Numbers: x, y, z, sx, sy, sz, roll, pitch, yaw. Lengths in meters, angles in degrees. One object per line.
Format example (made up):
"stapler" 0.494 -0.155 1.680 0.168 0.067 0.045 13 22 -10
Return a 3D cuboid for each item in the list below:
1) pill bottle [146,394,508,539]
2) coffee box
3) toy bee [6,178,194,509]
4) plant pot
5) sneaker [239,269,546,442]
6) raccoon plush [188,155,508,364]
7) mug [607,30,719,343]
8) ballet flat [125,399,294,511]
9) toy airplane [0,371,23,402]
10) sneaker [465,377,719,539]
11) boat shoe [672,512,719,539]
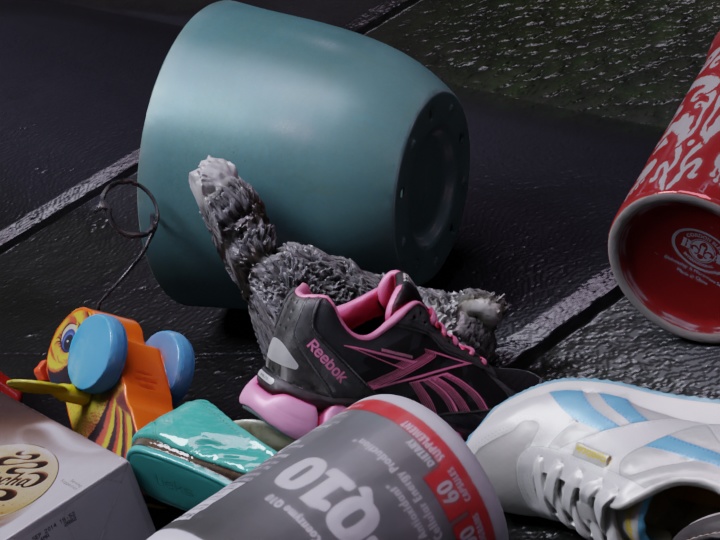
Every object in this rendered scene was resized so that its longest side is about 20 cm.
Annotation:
"pill bottle" -0.037 0.151 1.201 0.200 0.114 0.114 -32 30 -32
"coffee box" -0.216 0.139 1.471 0.113 0.080 0.200 -32 31 -26
"toy bee" -0.149 0.065 1.552 0.109 0.131 0.200 -38 29 39
"plant pot" -0.025 -0.064 1.641 0.160 0.201 0.201 10 35 24
"sneaker" 0.030 0.049 1.429 0.199 0.096 0.079 6 10 -36
"raccoon plush" 0.000 0.000 1.524 0.134 0.201 0.097 -24 -1 -14
"mug" 0.253 -0.057 1.538 0.177 0.134 0.200 1 34 33
"ballet flat" -0.036 0.119 1.382 0.200 0.068 0.070 25 52 31
"toy airplane" -0.339 0.065 1.617 0.199 0.142 0.200 21 11 35
"sneaker" 0.135 0.109 1.341 0.199 0.077 0.081 0 33 33
"boat shoe" 0.221 0.156 1.204 0.199 0.067 0.057 10 20 37
